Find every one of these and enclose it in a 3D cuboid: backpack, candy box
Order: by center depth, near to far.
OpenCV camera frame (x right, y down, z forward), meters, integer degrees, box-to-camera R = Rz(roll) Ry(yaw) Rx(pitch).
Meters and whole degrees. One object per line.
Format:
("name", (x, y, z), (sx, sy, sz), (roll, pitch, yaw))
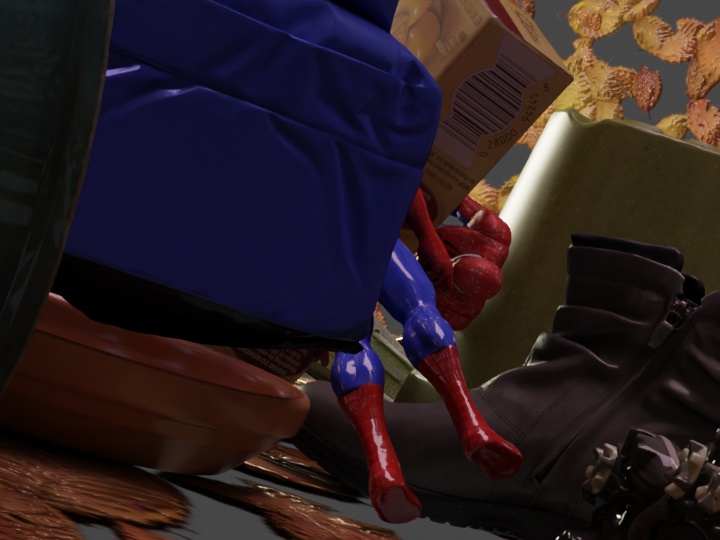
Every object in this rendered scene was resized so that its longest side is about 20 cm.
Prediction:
("backpack", (-0.079, -0.061, 0.683), (0.162, 0.168, 0.200), (25, -9, -28))
("candy box", (-0.002, -0.053, 0.883), (0.055, 0.200, 0.115), (34, 18, -29))

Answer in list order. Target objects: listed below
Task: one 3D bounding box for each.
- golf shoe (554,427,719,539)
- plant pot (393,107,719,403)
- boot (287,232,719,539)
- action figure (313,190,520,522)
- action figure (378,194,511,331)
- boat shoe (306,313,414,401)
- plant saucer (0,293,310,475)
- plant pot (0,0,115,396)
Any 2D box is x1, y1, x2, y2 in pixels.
("golf shoe", (0.112, 0.092, 0.541), (0.088, 0.077, 0.200), (28, 1, -3))
("plant pot", (0.121, 0.030, 0.924), (0.200, 0.190, 0.200), (20, 0, 0))
("boot", (0.071, 0.044, 0.760), (0.200, 0.131, 0.068), (19, 0, 28))
("action figure", (0.000, 0.000, 0.745), (0.052, 0.065, 0.200), (47, 18, -57))
("action figure", (0.023, -0.012, 0.912), (0.052, 0.065, 0.200), (28, 0, -22))
("boat shoe", (0.005, 0.040, 1.044), (0.202, 0.065, 0.074), (36, -5, -20))
("plant saucer", (-0.117, 0.030, 0.688), (0.200, 0.037, 0.200), (19, -1, 0))
("plant pot", (-0.187, -0.065, 0.479), (0.196, 0.200, 0.200), (10, 5, -29))
